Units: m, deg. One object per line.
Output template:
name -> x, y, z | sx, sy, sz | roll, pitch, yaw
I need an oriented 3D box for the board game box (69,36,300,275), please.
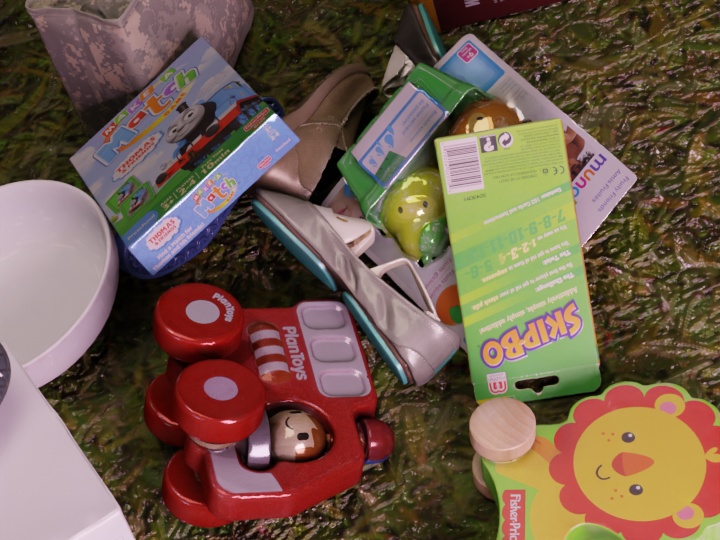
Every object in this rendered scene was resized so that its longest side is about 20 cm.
board game box -> -0.142, -0.094, 1.746 | 0.151, 0.037, 0.200 | -43, 29, 0

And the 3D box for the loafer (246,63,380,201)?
loafer -> -0.036, -0.101, 1.801 | 0.067, 0.076, 0.200 | 45, 41, 0

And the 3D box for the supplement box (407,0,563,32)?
supplement box -> 0.115, -0.334, 1.891 | 0.199, 0.198, 0.133 | -14, 46, 5

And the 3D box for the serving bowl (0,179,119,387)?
serving bowl -> -0.274, 0.026, 1.764 | 0.199, 0.066, 0.201 | -13, 50, 15

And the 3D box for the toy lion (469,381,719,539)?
toy lion -> 0.168, 0.162, 1.525 | 0.191, 0.069, 0.201 | 0, 49, 7

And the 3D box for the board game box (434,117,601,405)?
board game box -> 0.116, -0.005, 1.639 | 0.095, 0.030, 0.201 | -9, 87, 9

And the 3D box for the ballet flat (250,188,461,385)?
ballet flat -> 0.000, 0.000, 1.678 | 0.064, 0.067, 0.200 | -39, 72, -7

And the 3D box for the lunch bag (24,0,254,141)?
lunch bag -> -0.174, -0.226, 1.903 | 0.117, 0.164, 0.200 | 11, 53, 29

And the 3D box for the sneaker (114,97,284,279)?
sneaker -> -0.146, -0.073, 1.829 | 0.078, 0.070, 0.200 | 14, 52, 42

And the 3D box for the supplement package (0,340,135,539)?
supplement package -> -0.233, 0.200, 1.508 | 0.147, 0.200, 0.191 | -31, 47, -13

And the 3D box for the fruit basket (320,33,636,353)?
fruit basket -> 0.083, -0.060, 1.698 | 0.185, 0.094, 0.200 | -49, 54, 8

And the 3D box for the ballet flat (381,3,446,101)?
ballet flat -> 0.058, -0.146, 1.831 | 0.068, 0.068, 0.200 | -29, 46, 0

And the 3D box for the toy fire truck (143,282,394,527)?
toy fire truck -> -0.065, 0.096, 1.626 | 0.167, 0.113, 0.200 | -3, 41, -15

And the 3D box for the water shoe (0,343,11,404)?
water shoe -> -0.298, 0.123, 1.428 | 0.079, 0.072, 0.200 | -4, 43, 52
